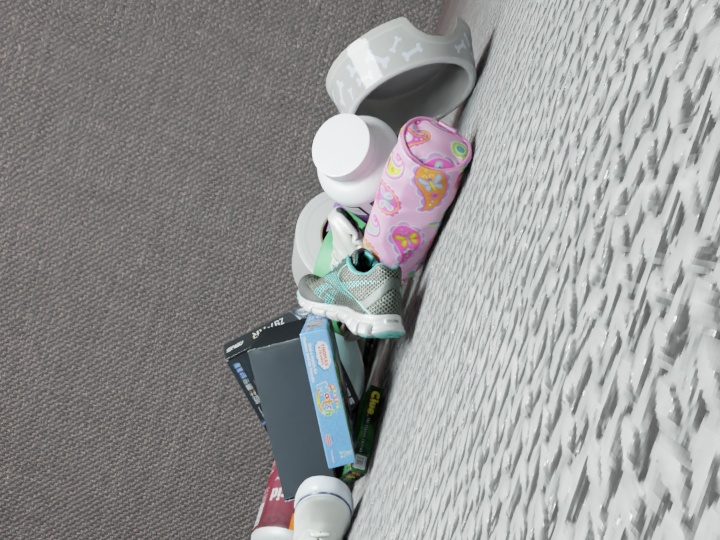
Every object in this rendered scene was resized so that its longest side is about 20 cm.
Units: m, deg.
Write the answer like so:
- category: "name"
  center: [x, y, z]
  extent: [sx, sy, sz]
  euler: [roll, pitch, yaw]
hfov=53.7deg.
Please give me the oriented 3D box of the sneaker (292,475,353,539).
- category: "sneaker"
  center: [-0.047, 0.319, 0.836]
  extent: [0.072, 0.071, 0.203]
  euler: [-88, 4, -48]

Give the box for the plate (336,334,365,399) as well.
- category: "plate"
  center: [-0.050, 0.147, 1.255]
  extent: [0.025, 0.200, 0.203]
  euler: [-17, -41, -38]

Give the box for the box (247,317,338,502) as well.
- category: "box"
  center: [-0.085, 0.181, 0.961]
  extent: [0.141, 0.077, 0.205]
  euler: [-116, 13, -84]

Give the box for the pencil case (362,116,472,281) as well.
- category: "pencil case"
  center: [0.059, -0.077, 0.810]
  extent: [0.202, 0.086, 0.089]
  euler: [107, 179, -52]

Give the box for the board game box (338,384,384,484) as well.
- category: "board game box"
  center: [-0.005, 0.225, 0.944]
  extent: [0.201, 0.023, 0.107]
  euler: [111, 176, -68]

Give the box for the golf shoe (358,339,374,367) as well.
- category: "golf shoe"
  center: [-0.021, 0.137, 1.279]
  extent: [0.201, 0.086, 0.078]
  euler: [112, 177, -58]

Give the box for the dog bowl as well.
- category: "dog bowl"
  center: [0.057, -0.237, 0.901]
  extent: [0.201, 0.196, 0.060]
  euler: [111, 141, -69]

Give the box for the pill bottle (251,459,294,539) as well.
- category: "pill bottle"
  center: [-0.105, 0.389, 1.108]
  extent: [0.115, 0.112, 0.202]
  euler: [109, 177, -47]

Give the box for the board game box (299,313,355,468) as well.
- category: "board game box"
  center: [-0.039, 0.136, 0.881]
  extent: [0.200, 0.036, 0.155]
  euler: [-131, 29, -86]

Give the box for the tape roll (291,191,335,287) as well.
- category: "tape roll"
  center: [-0.030, -0.036, 1.355]
  extent: [0.140, 0.199, 0.206]
  euler: [111, 176, -66]

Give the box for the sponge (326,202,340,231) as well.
- category: "sponge"
  center: [0.029, -0.126, 1.233]
  extent: [0.198, 0.030, 0.114]
  euler: [-11, 54, 44]

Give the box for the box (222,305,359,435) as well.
- category: "box"
  center: [-0.105, 0.169, 1.133]
  extent: [0.044, 0.158, 0.203]
  euler: [-124, 10, -60]

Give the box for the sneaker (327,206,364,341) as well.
- category: "sneaker"
  center: [-0.014, 0.013, 0.948]
  extent: [0.076, 0.079, 0.203]
  euler: [-108, -1, -61]

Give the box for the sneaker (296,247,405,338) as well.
- category: "sneaker"
  center: [-0.009, 0.017, 0.853]
  extent: [0.198, 0.076, 0.093]
  euler: [16, 101, 52]

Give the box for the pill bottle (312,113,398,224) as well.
- category: "pill bottle"
  center: [0.018, -0.122, 0.905]
  extent: [0.199, 0.110, 0.115]
  euler: [31, -105, -62]

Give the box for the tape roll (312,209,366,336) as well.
- category: "tape roll"
  center: [0.000, 0.000, 1.077]
  extent: [0.200, 0.047, 0.204]
  euler: [-43, -37, -42]
